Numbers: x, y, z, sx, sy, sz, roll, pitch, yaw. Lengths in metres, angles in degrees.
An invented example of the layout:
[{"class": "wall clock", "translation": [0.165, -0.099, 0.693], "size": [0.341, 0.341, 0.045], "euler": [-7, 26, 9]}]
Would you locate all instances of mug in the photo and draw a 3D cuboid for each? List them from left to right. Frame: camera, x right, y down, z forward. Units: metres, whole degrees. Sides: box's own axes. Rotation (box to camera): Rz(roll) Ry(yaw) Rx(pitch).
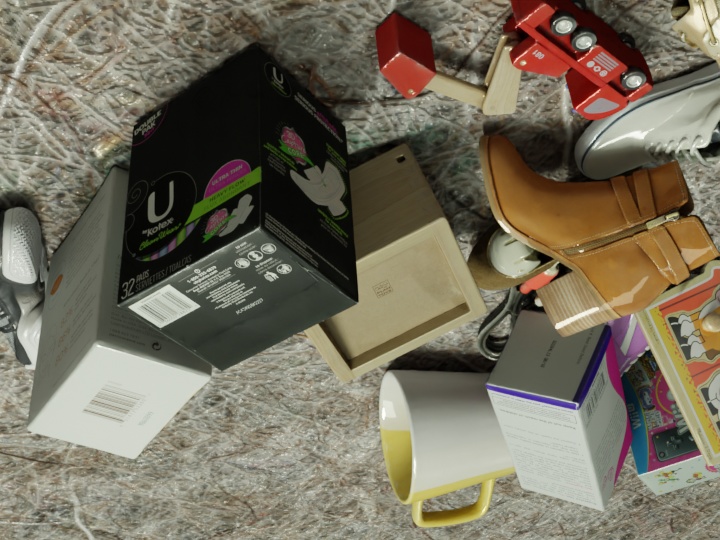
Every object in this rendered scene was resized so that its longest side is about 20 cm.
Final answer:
[{"class": "mug", "translation": [0.109, 0.189, 1.332], "size": [0.153, 0.150, 0.187], "euler": [-6, 148, -13]}]

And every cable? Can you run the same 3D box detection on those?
[{"class": "cable", "translation": [0.167, 0.038, 1.208], "size": [0.097, 0.050, 0.200], "euler": [27, 135, -17]}]

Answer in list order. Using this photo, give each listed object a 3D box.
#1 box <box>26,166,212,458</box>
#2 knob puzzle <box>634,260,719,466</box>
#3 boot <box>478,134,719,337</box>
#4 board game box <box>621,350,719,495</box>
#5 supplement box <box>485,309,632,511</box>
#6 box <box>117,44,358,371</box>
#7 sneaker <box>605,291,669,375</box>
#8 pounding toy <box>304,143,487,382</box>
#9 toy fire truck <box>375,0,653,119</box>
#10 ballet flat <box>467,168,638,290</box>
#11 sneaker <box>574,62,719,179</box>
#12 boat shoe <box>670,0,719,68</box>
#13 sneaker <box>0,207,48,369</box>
[{"class": "box", "translation": [-0.212, 0.038, 1.047], "size": [0.106, 0.200, 0.152], "euler": [21, 135, -27]}, {"class": "knob puzzle", "translation": [0.403, 0.079, 1.186], "size": [0.219, 0.220, 0.030], "euler": [3, 167, -10]}, {"class": "boot", "translation": [0.201, -0.058, 1.003], "size": [0.155, 0.200, 0.077], "euler": [-30, 165, 20]}, {"class": "board game box", "translation": [0.394, 0.145, 1.291], "size": [0.200, 0.148, 0.064], "euler": [-25, 139, 22]}, {"class": "supplement box", "translation": [0.212, 0.147, 1.210], "size": [0.103, 0.101, 0.200], "euler": [10, 143, 30]}, {"class": "box", "translation": [-0.099, -0.050, 0.947], "size": [0.148, 0.200, 0.124], "euler": [-27, 136, 26]}, {"class": "sneaker", "translation": [0.291, 0.085, 1.267], "size": [0.114, 0.073, 0.201], "euler": [-7, 142, -3]}, {"class": "pounding toy", "translation": [0.000, 0.000, 1.098], "size": [0.184, 0.142, 0.200], "euler": [-26, 141, 4]}, {"class": "toy fire truck", "translation": [0.126, -0.168, 0.946], "size": [0.200, 0.049, 0.141], "euler": [27, 132, -35]}, {"class": "ballet flat", "translation": [0.181, -0.035, 1.094], "size": [0.200, 0.068, 0.072], "euler": [-25, -179, 22]}, {"class": "sneaker", "translation": [0.278, -0.123, 1.001], "size": [0.200, 0.071, 0.073], "euler": [-27, 137, 25]}, {"class": "boat shoe", "translation": [0.273, -0.205, 0.897], "size": [0.064, 0.071, 0.200], "euler": [-8, 126, 23]}, {"class": "sneaker", "translation": [-0.358, 0.019, 1.112], "size": [0.114, 0.076, 0.200], "euler": [0, 136, -5]}]
